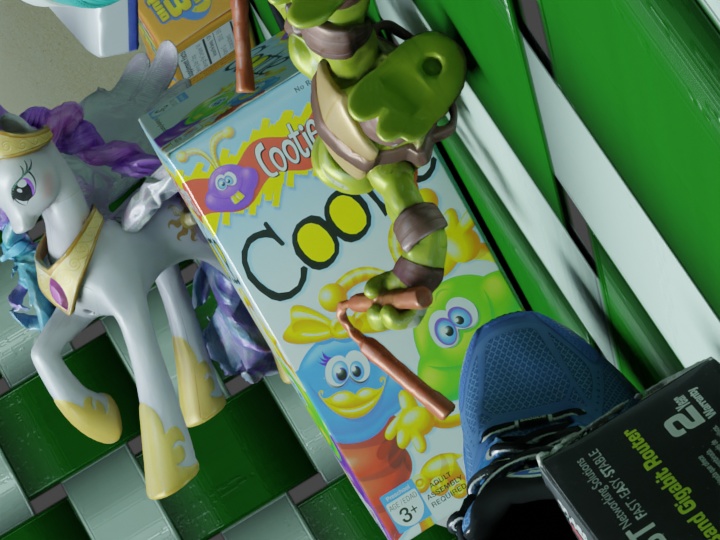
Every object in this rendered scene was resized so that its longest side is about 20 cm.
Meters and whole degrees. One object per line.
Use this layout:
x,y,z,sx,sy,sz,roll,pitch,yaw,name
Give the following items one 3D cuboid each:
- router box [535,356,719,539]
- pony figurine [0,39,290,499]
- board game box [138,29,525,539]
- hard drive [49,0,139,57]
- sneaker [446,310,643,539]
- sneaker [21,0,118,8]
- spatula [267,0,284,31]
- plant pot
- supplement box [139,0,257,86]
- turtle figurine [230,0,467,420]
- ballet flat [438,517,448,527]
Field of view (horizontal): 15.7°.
0.132,0.133,0.687,0.150,0.062,0.200,61,177,-30,router box
-0.097,-0.022,1.232,0.166,0.193,0.201,-9,113,48,pony figurine
0.000,0.000,1.143,0.201,0.103,0.105,60,176,-16,board game box
-0.137,-0.216,1.189,0.132,0.025,0.201,47,143,49,hard drive
0.071,0.079,0.853,0.201,0.078,0.089,-106,-7,-48,sneaker
-0.084,-0.192,0.949,0.120,0.083,0.202,11,109,42,sneaker
-0.061,-0.160,1.348,0.057,0.021,0.200,46,-175,-44,spatula
-0.235,-0.217,2.115,0.200,0.176,0.200,62,176,-29,plant pot
-0.110,-0.160,1.717,0.067,0.069,0.200,57,174,9,supplement box
0.006,-0.052,0.948,0.161,0.064,0.201,103,146,-74,turtle figurine
0.048,0.150,2.060,0.201,0.069,0.069,61,176,-27,ballet flat
